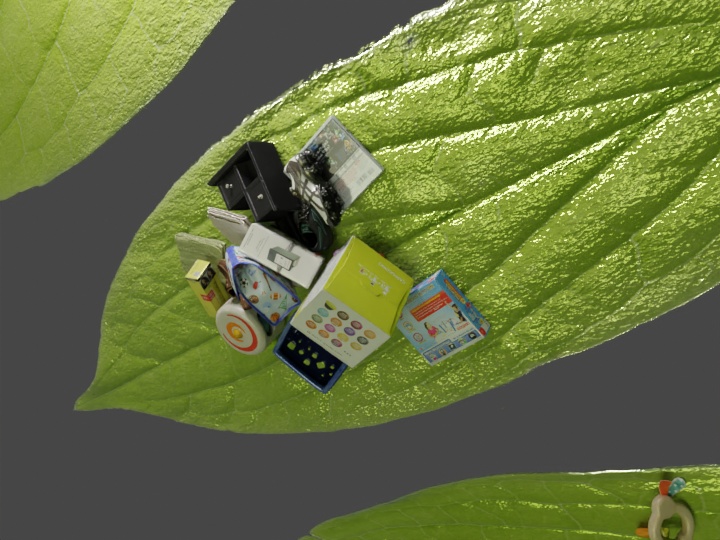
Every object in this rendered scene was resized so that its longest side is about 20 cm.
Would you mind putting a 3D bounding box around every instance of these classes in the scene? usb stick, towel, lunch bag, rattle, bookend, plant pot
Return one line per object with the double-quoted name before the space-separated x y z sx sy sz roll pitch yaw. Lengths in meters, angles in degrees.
"usb stick" -0.208 -0.139 1.692 0.055 0.033 0.200 -20 103 26
"towel" -0.335 -0.108 1.731 0.132 0.035 0.200 17 162 22
"towel" -0.478 -0.040 1.923 0.200 0.036 0.149 11 125 23
"lunch bag" -0.272 0.029 1.638 0.124 0.170 0.200 -44 116 0
"rattle" 0.763 0.603 1.598 0.130 0.143 0.200 -18 94 4
"bookend" -0.278 -0.196 1.620 0.200 0.092 0.199 -33 75 38
"plant pot" -0.097 0.185 1.744 0.200 0.180 0.200 37 131 4

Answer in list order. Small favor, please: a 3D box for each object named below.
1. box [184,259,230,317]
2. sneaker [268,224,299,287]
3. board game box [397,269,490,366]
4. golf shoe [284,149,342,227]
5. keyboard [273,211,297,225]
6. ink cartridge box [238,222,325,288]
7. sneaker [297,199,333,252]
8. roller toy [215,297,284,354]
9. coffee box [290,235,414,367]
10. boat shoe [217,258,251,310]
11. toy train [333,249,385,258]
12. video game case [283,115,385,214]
"box" -0.461 0.060 1.911 0.050 0.075 0.200 12 143 23
"sneaker" -0.223 -0.033 1.751 0.085 0.073 0.200 -22 107 35
"board game box" 0.196 0.125 1.614 0.196 0.056 0.200 49 131 -5
"golf shoe" -0.116 -0.190 1.530 0.094 0.078 0.200 -24 92 31
"keyboard" -0.186 -0.149 1.700 0.200 0.011 0.056 8 117 26
"ink cartridge box" -0.197 -0.042 1.619 0.200 0.146 0.084 29 96 -1
"sneaker" -0.128 -0.142 1.616 0.075 0.079 0.200 -13 102 34
"roller toy" -0.338 0.155 1.887 0.200 0.140 0.183 31 133 10
"coffee box" -0.018 0.078 1.552 0.200 0.200 0.198 36 138 -8
"boat shoe" -0.362 0.040 1.807 0.200 0.068 0.072 42 157 30
"toy train" 0.000 0.000 1.658 0.200 0.056 0.150 8 135 22
"video game case" -0.067 -0.246 1.538 0.182 0.023 0.200 46 121 -3
